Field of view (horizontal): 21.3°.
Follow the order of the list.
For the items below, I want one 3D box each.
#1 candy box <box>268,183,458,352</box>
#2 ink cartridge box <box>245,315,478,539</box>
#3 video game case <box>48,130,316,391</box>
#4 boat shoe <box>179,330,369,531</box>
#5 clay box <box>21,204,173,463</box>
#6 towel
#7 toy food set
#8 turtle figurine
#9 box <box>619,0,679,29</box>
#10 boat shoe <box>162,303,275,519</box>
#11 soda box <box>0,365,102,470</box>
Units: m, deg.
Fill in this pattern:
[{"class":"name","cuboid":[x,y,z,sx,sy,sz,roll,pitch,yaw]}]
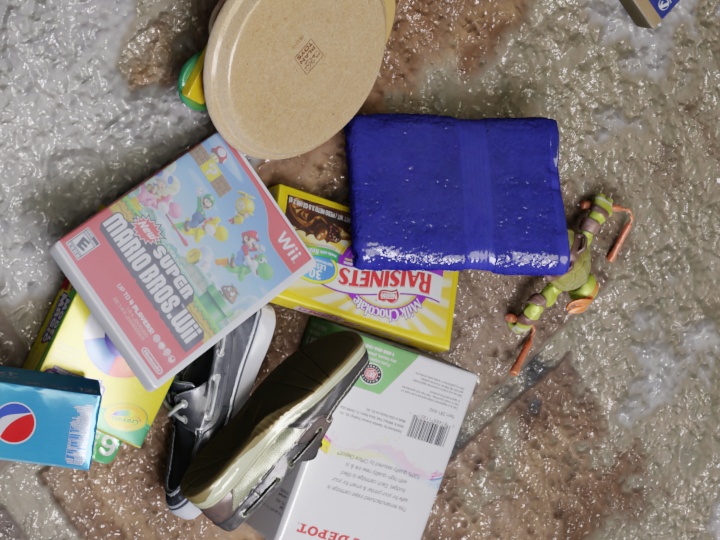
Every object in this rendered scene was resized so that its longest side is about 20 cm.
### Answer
[{"class":"candy box","cuboid":[0.000,0.000,1.705,0.200,0.026,0.102,18,73,-30]},{"class":"ink cartridge box","cuboid":[-0.002,0.160,1.719,0.145,0.084,0.200,20,90,-30]},{"class":"video game case","cuboid":[-0.143,-0.012,1.585,0.200,0.017,0.143,-39,97,-35]},{"class":"boat shoe","cuboid":[-0.064,0.136,1.618,0.201,0.072,0.066,-44,121,-16]},{"class":"clay box","cuboid":[-0.207,0.059,1.610,0.115,0.048,0.200,26,86,-28]},{"class":"towel","cuboid":[0.084,-0.065,1.704,0.200,0.050,0.148,1,72,-14]},{"class":"toy food set","cuboid":[-0.057,-0.190,1.620,0.198,0.049,0.200,25,96,-48]},{"class":"turtle figurine","cuboid":[0.173,-0.011,1.790,0.161,0.064,0.200,44,79,-28]},{"class":"box","cuboid":[0.302,-0.341,1.813,0.200,0.032,0.121,-48,117,-13]},{"class":"boat shoe","cuboid":[-0.137,0.111,1.644,0.068,0.072,0.200,23,86,-34]},{"class":"soda box","cuboid":[-0.309,0.109,1.521,0.200,0.068,0.064,9,97,-11]}]
